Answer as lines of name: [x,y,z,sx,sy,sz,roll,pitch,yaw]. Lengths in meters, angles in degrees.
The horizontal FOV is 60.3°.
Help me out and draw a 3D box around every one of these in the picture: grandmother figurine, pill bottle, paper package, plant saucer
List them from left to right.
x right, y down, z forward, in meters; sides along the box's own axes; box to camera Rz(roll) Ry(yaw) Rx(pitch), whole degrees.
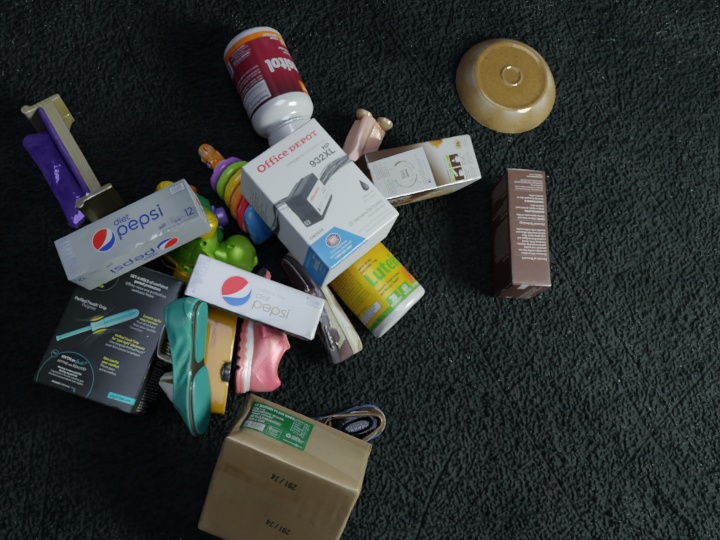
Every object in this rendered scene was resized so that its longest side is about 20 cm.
pill bottle: [-0.151,-0.305,1.073,0.112,0.113,0.202,-23,80,-11]
paper package: [-0.107,0.305,0.882,0.197,0.104,0.193,22,114,1]
grandmother figurine: [-0.016,-0.184,1.086,0.119,0.061,0.203,17,72,8]
pill bottle: [0.000,0.000,1.011,0.111,0.111,0.200,-41,83,-14]
plant saucer: [0.281,-0.360,1.173,0.197,0.035,0.204,2,75,-6]

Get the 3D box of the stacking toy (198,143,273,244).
stacking toy: [-0.207,-0.149,1.042,0.199,0.116,0.110,41,72,17]

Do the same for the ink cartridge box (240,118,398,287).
ink cartridge box: [-0.064,-0.102,0.929,0.145,0.084,0.200,-38,82,-21]

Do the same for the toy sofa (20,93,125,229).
toy sofa: [-0.484,-0.175,1.019,0.097,0.083,0.201,-31,81,-14]

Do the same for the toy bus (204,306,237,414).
toy bus: [-0.230,0.119,0.971,0.064,0.078,0.203,7,75,-9]

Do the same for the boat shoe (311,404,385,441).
boat shoe: [-0.055,0.256,0.959,0.197,0.072,0.073,-23,80,-11]

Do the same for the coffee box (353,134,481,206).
coffee box: [0.083,-0.158,1.033,0.197,0.114,0.081,-15,88,-24]

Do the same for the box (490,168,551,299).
box: [0.271,-0.061,1.062,0.074,0.100,0.203,4,76,-5]

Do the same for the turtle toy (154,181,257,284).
turtle toy: [-0.258,-0.055,0.995,0.199,0.146,0.101,37,35,4]

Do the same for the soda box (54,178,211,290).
soda box: [-0.317,-0.049,0.875,0.198,0.068,0.064,-27,77,-5]

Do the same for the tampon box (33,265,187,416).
tampon box: [-0.359,0.099,0.939,0.148,0.126,0.203,19,74,0]

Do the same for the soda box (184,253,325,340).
soda box: [-0.157,0.043,0.927,0.197,0.068,0.065,21,78,-9]

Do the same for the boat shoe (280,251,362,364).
boat shoe: [-0.074,0.060,1.010,0.064,0.072,0.201,-34,87,-18]

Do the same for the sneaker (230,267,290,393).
sneaker: [-0.154,0.099,1.001,0.085,0.074,0.204,10,78,-17]

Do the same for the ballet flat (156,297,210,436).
ballet flat: [-0.253,0.136,0.885,0.069,0.067,0.204,3,101,10]
